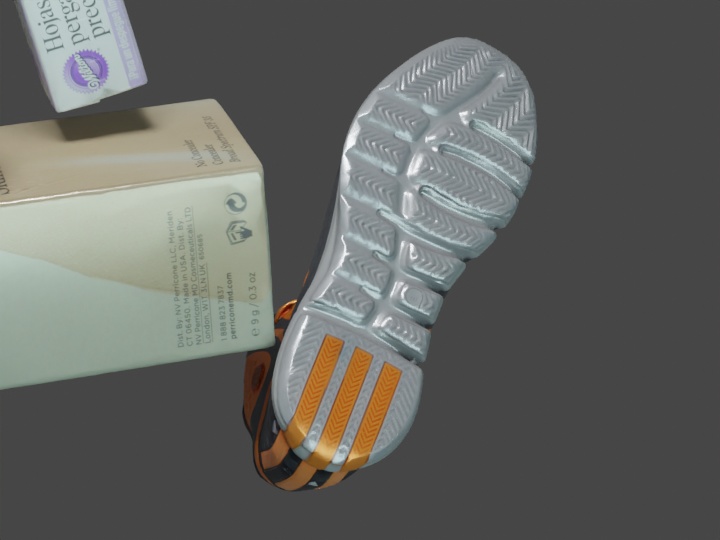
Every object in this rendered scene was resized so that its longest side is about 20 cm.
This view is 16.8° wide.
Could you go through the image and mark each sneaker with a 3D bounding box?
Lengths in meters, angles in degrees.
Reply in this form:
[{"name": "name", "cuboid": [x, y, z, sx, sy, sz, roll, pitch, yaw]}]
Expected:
[{"name": "sneaker", "cuboid": [0.000, 0.000, 1.000, 0.078, 0.112, 0.200, 31, 67, -9]}]

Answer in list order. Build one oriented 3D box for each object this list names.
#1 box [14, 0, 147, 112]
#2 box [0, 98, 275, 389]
[{"name": "box", "cuboid": [-0.128, -0.158, 0.910, 0.039, 0.041, 0.200, -19, 117, -7]}, {"name": "box", "cuboid": [-0.141, -0.006, 0.942, 0.200, 0.095, 0.078, -9, 113, -14]}]
